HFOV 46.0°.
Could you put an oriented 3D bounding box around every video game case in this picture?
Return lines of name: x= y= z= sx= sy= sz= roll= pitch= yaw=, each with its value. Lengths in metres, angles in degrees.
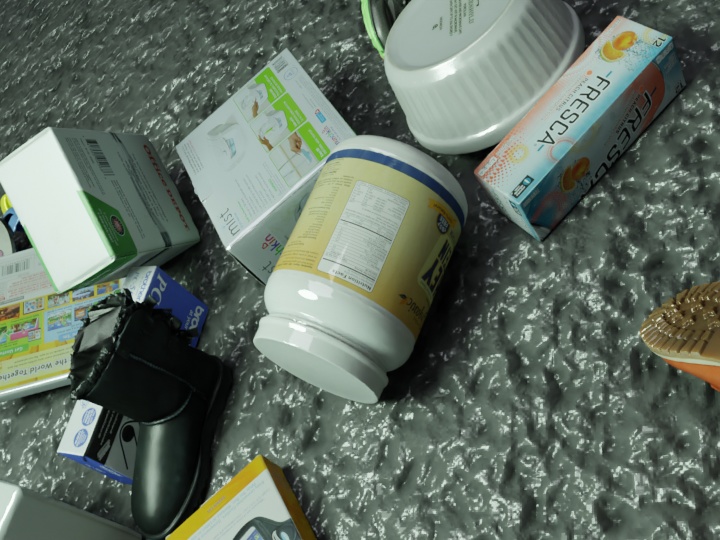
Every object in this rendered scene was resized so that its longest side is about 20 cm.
video game case: x=-0.361 y=0.050 z=0.994 sx=0.196 sy=0.023 sz=0.185 roll=-14 pitch=62 yaw=5

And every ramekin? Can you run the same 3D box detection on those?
ramekin: x=0.111 y=-0.221 z=0.838 sx=0.200 sy=0.094 sz=0.205 roll=-27 pitch=39 yaw=25

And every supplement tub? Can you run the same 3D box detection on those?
supplement tub: x=0.000 y=0.000 z=0.756 sx=0.142 sy=0.144 sz=0.203 roll=11 pitch=67 yaw=37

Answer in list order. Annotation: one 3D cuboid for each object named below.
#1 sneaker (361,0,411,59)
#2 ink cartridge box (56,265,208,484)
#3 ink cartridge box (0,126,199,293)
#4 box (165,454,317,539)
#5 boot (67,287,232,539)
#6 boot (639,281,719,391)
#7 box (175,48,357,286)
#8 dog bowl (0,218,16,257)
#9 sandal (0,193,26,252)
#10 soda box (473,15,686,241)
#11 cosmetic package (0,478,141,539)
sneaker: x=0.061 y=-0.333 z=0.980 sx=0.083 sy=0.077 sz=0.203 roll=3 pitch=64 yaw=39
ink cartridge box: x=-0.228 y=0.106 z=0.871 sx=0.043 sy=0.094 sz=0.204 roll=-2 pitch=60 yaw=31
ink cartridge box: x=-0.275 y=-0.069 z=0.920 sx=0.082 sy=0.200 sz=0.149 roll=-28 pitch=89 yaw=16
box: x=-0.081 y=0.270 z=0.706 sx=0.119 sy=0.041 sz=0.201 roll=-40 pitch=50 yaw=4
boot: x=-0.205 y=0.132 z=0.792 sx=0.072 sy=0.162 sz=0.202 roll=-2 pitch=60 yaw=33
boot: x=0.274 y=0.073 z=0.577 sx=0.075 sy=0.108 sz=0.200 roll=-40 pitch=19 yaw=-9
box: x=-0.089 y=-0.113 z=0.921 sx=0.176 sy=0.097 sz=0.201 roll=-40 pitch=48 yaw=5
dog bowl: x=-0.536 y=0.017 z=1.109 sx=0.197 sy=0.073 sz=0.205 roll=-12 pitch=71 yaw=35
sandal: x=-0.405 y=-0.080 z=1.129 sx=0.198 sy=0.079 sz=0.089 roll=-25 pitch=53 yaw=29
soda box: x=0.198 y=-0.129 z=0.764 sx=0.200 sy=0.064 sz=0.068 roll=-47 pitch=47 yaw=-1
cosmetic package: x=-0.338 y=0.300 z=0.769 sx=0.162 sy=0.165 sz=0.203 roll=4 pitch=63 yaw=34
